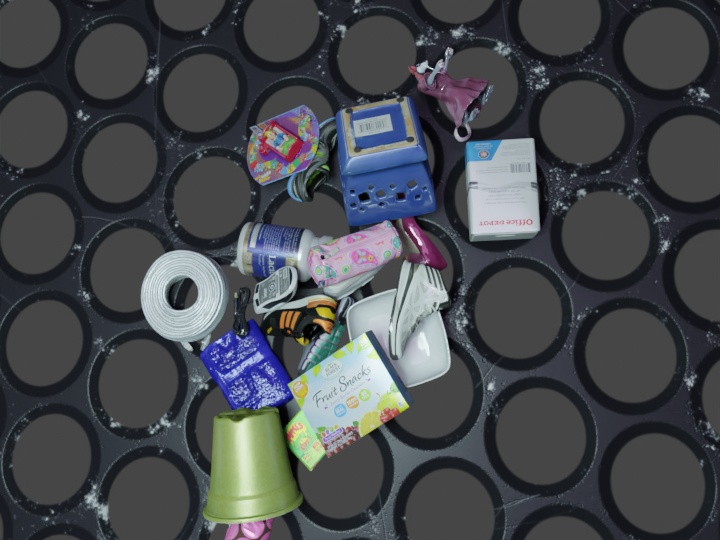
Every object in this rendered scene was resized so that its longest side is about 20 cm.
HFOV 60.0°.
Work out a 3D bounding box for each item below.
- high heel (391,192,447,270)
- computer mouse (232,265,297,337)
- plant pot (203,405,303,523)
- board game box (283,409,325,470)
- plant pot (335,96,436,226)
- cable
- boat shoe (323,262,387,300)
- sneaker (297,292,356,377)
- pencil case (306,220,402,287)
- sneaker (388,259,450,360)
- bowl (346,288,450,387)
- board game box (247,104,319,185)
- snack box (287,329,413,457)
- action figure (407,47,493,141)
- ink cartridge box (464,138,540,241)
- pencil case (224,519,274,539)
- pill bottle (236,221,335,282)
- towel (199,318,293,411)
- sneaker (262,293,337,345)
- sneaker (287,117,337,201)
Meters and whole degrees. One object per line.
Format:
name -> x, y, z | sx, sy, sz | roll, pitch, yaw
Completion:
high heel -> 0.125, -0.089, 1.367 | 0.094, 0.067, 0.204 | -7, 80, -17
computer mouse -> -0.194, 0.058, 1.311 | 0.198, 0.044, 0.111 | -27, 52, 30
plant pot -> -0.220, 0.374, 1.241 | 0.196, 0.200, 0.188 | -6, 86, 4
board game box -> -0.071, 0.309, 1.322 | 0.101, 0.048, 0.200 | 41, 87, 10
plant pot -> 0.045, -0.235, 1.293 | 0.196, 0.181, 0.203 | -10, 56, 3
cable -> -0.390, 0.055, 1.378 | 0.198, 0.069, 0.202 | 29, 85, 9
boat shoe -> 0.000, 0.000, 1.340 | 0.072, 0.069, 0.200 | 37, 57, 19
sneaker -> -0.089, 0.134, 1.351 | 0.087, 0.074, 0.202 | 28, 82, 32
pencil case -> -0.013, -0.034, 1.266 | 0.197, 0.087, 0.089 | -20, 79, -22
sneaker -> 0.121, 0.085, 1.250 | 0.113, 0.076, 0.204 | 10, 79, 8
bowl -> 0.081, 0.145, 1.319 | 0.196, 0.075, 0.203 | -16, 81, 4
board game box -> -0.184, -0.284, 1.386 | 0.197, 0.039, 0.161 | -15, 70, 26
snack box -> -0.020, 0.245, 1.249 | 0.198, 0.068, 0.170 | -33, 82, 12
action figure -> 0.191, -0.405, 1.397 | 0.198, 0.134, 0.151 | 29, 128, 21
ink cartridge box -> 0.301, -0.171, 1.339 | 0.143, 0.086, 0.204 | -2, 83, 5
pencil case -> -0.247, 0.581, 1.280 | 0.093, 0.090, 0.204 | 21, 80, -30
pill bottle -> -0.157, -0.037, 1.347 | 0.196, 0.116, 0.118 | 7, 82, 7
towel -> -0.245, 0.224, 1.350 | 0.147, 0.050, 0.202 | -34, 80, 0
sneaker -> -0.135, 0.117, 1.302 | 0.198, 0.070, 0.091 | -21, 51, 31
sneaker -> -0.088, -0.241, 1.386 | 0.082, 0.071, 0.202 | 27, 90, 33
